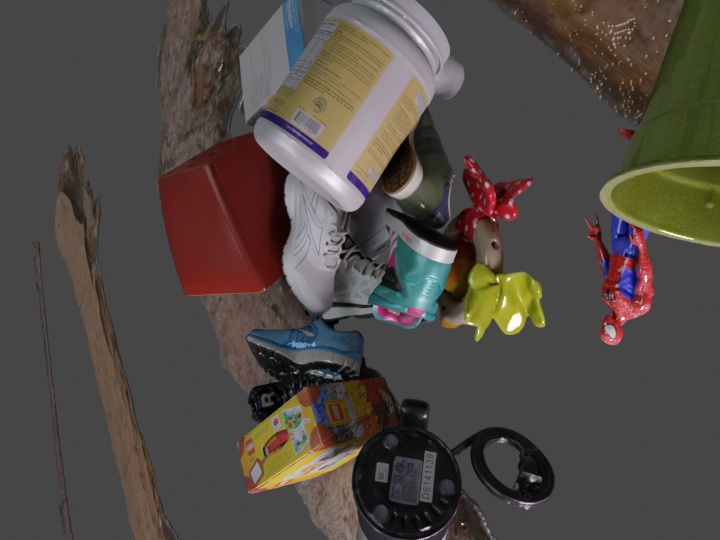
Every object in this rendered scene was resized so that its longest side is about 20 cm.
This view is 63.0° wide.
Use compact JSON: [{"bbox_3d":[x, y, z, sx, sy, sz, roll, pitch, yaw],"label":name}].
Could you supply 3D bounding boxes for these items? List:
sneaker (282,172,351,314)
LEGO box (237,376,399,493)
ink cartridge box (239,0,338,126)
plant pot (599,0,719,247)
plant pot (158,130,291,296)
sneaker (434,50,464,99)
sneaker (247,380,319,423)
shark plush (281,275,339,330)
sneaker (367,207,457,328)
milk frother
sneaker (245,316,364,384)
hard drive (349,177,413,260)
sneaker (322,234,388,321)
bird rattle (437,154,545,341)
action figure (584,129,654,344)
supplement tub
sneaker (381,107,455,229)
[{"bbox_3d":[-0.054,-0.046,0.782,0.085,0.074,0.207,-10,81,33],"label":"sneaker"},{"bbox_3d":[-0.062,0.234,0.834,0.200,0.146,0.079,-42,58,38],"label":"LEGO box"},{"bbox_3d":[-0.099,-0.307,0.923,0.198,0.126,0.129,-25,67,45],"label":"ink cartridge box"},{"bbox_3d":[0.299,-0.134,0.436,0.197,0.197,0.196,9,82,48],"label":"plant pot"},{"bbox_3d":[-0.181,-0.095,0.880,0.196,0.200,0.180,-4,119,40],"label":"plant pot"},{"bbox_3d":[0.044,-0.307,0.772,0.201,0.113,0.075,55,128,36],"label":"sneaker"},{"bbox_3d":[-0.105,0.196,0.913,0.199,0.110,0.075,-37,62,41],"label":"sneaker"},{"bbox_3d":[-0.075,0.040,0.954,0.201,0.090,0.084,49,144,15],"label":"shark plush"},{"bbox_3d":[0.054,0.002,0.700,0.200,0.081,0.124,-108,37,-74],"label":"sneaker"},{"bbox_3d":[0.098,0.268,0.672,0.196,0.182,0.191,21,143,18],"label":"milk frother"},{"bbox_3d":[-0.080,0.115,0.880,0.195,0.091,0.080,7,137,23],"label":"sneaker"},{"bbox_3d":[0.006,-0.124,0.870,0.131,0.026,0.205,-34,63,43],"label":"hard drive"},{"bbox_3d":[0.000,0.000,0.806,0.198,0.075,0.118,-13,98,45],"label":"sneaker"},{"bbox_3d":[0.125,-0.017,0.678,0.163,0.110,0.206,138,127,-58],"label":"bird rattle"},{"bbox_3d":[0.253,-0.031,0.560,0.065,0.050,0.207,-162,76,-68],"label":"action figure"},{"bbox_3d":[-0.008,-0.185,0.633,0.145,0.145,0.202,34,89,43],"label":"supplement tub"},{"bbox_3d":[0.072,-0.128,0.704,0.066,0.089,0.203,-32,32,30],"label":"sneaker"}]
